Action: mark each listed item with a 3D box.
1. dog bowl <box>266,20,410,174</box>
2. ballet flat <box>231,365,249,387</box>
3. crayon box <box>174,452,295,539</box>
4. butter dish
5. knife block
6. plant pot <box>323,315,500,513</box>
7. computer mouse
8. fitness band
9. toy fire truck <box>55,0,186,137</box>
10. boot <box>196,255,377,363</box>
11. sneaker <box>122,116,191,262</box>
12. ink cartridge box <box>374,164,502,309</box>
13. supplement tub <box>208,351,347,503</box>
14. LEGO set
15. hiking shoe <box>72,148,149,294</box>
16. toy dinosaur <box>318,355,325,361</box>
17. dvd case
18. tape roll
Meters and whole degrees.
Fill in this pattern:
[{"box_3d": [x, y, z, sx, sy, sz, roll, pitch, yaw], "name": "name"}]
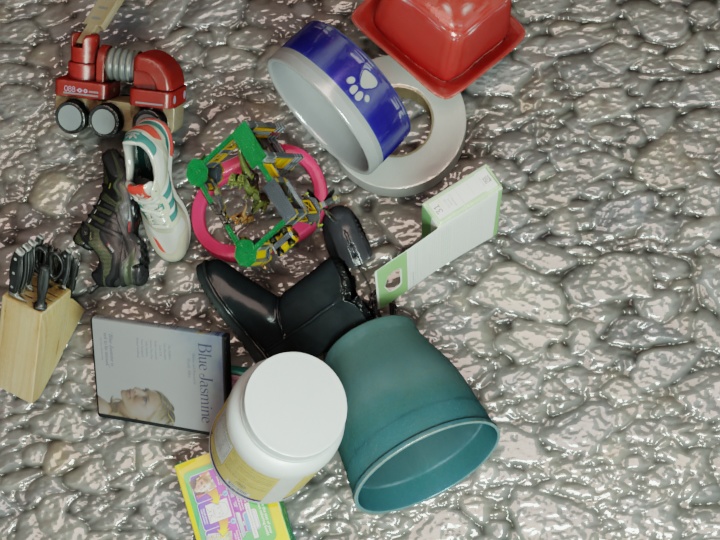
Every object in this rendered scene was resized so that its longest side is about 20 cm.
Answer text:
[{"box_3d": [-0.028, -0.225, 1.517, 0.079, 0.200, 0.200, -43, 75, -10], "name": "dog bowl"}, {"box_3d": [-0.206, 0.148, 1.543, 0.197, 0.069, 0.072, 15, 96, 9], "name": "ballet flat"}, {"box_3d": [-0.152, 0.326, 1.486, 0.117, 0.058, 0.203, -19, 73, -1], "name": "crayon box"}, {"box_3d": [0.120, -0.374, 1.592, 0.199, 0.148, 0.199, 43, 61, 14], "name": "butter dish"}, {"box_3d": [-0.437, 0.059, 1.526, 0.063, 0.176, 0.202, 23, 78, 12], "name": "knife block"}, {"box_3d": [0.046, 0.169, 1.450, 0.198, 0.201, 0.190, -26, 60, -3], "name": "plant pot"}, {"box_3d": [0.000, 0.000, 1.576, 0.058, 0.034, 0.202, -25, 74, -3], "name": "computer mouse"}, {"box_3d": [-0.142, -0.093, 1.616, 0.197, 0.037, 0.146, -22, 76, 0], "name": "fitness band"}, {"box_3d": [-0.331, -0.297, 1.624, 0.173, 0.129, 0.203, 7, 108, 8], "name": "toy fire truck"}, {"box_3d": [-0.093, 0.029, 1.488, 0.167, 0.076, 0.201, -36, 92, 10], "name": "boot"}, {"box_3d": [-0.284, -0.099, 1.561, 0.069, 0.093, 0.203, -1, 110, 17], "name": "sneaker"}, {"box_3d": [0.092, -0.041, 1.512, 0.198, 0.146, 0.048, -31, 70, -9], "name": "ink cartridge box"}, {"box_3d": [-0.100, 0.189, 1.393, 0.143, 0.200, 0.148, 7, 65, -15], "name": "supplement tub"}, {"box_3d": [-0.128, -0.105, 1.563, 0.154, 0.115, 0.201, -47, 72, 23], "name": "LEGO set"}, {"box_3d": [-0.355, -0.071, 1.607, 0.099, 0.076, 0.203, -11, 75, -1], "name": "hiking shoe"}, {"box_3d": [-0.081, 0.095, 1.556, 0.198, 0.060, 0.107, 33, 92, 7], "name": "toy dinosaur"}, {"box_3d": [-0.260, 0.138, 1.514, 0.197, 0.018, 0.145, 6, 110, 17], "name": "dvd case"}, {"box_3d": [0.051, -0.205, 1.627, 0.199, 0.037, 0.206, -2, 74, 6], "name": "tape roll"}]
